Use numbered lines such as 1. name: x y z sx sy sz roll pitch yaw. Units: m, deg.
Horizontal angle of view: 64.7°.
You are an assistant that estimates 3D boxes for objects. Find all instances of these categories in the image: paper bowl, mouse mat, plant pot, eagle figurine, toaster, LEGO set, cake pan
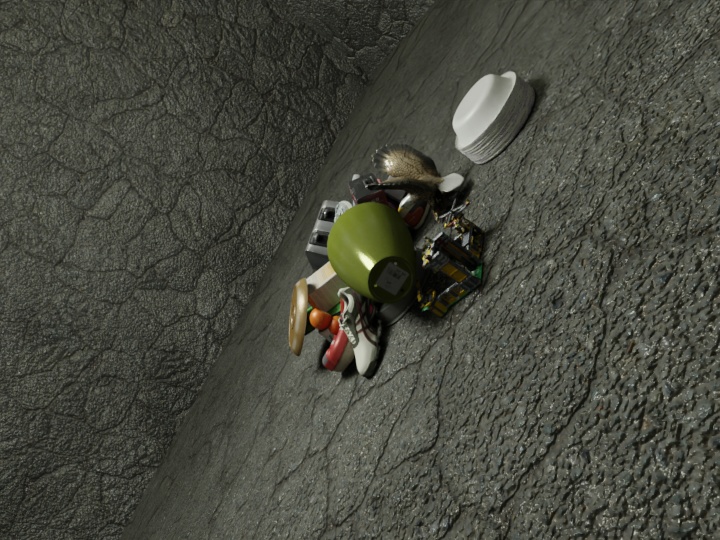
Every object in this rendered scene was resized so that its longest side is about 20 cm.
1. paper bowl: 0.283 -0.350 1.266 0.202 0.103 0.202 -53 16 22
2. mouse mat: -0.077 0.091 1.519 0.198 0.008 0.161 -33 19 8
3. plant pot: 0.037 -0.019 1.130 0.189 0.185 0.200 -54 21 10
4. eagle figurine: 0.119 -0.196 1.291 0.152 0.199 0.151 -56 19 -5
5. toaster: -0.078 -0.092 1.741 0.201 0.116 0.184 73 -146 -65
6. LEGO set: 0.146 -0.029 1.052 0.153 0.115 0.203 -38 25 51
7. cake pan: 0.086 0.028 1.279 0.201 0.036 0.201 -52 17 23
8. plant pot: -0.165 0.120 1.480 0.200 0.027 0.205 -174 90 -78

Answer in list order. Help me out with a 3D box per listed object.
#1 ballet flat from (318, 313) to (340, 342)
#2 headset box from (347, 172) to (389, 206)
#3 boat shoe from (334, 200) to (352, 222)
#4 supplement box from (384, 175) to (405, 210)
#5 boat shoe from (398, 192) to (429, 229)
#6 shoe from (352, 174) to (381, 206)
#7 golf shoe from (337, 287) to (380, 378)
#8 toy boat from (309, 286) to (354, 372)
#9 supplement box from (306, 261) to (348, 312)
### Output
1. ballet flat: -0.078 0.133 1.533 0.070 0.069 0.201 -52 14 18
2. headset box: 0.035 -0.140 1.419 0.074 0.203 0.149 -21 26 0
3. boat shoe: -0.041 -0.130 1.572 0.203 0.063 0.076 -118 16 -52
4. supplement box: 0.094 -0.212 1.558 0.110 0.060 0.200 -62 -3 -15
5. boat shoe: 0.149 -0.195 1.459 0.071 0.062 0.202 -40 23 51
6. shoe: 0.026 -0.203 1.655 0.072 0.089 0.203 107 164 -45
7. golf shoe: -0.008 0.131 1.225 0.077 0.086 0.204 133 141 -52
8. toy boat: -0.057 0.126 1.330 0.131 0.129 0.203 119 174 -59
9. supplement box: -0.057 0.019 1.527 0.199 0.074 0.126 -37 19 2
